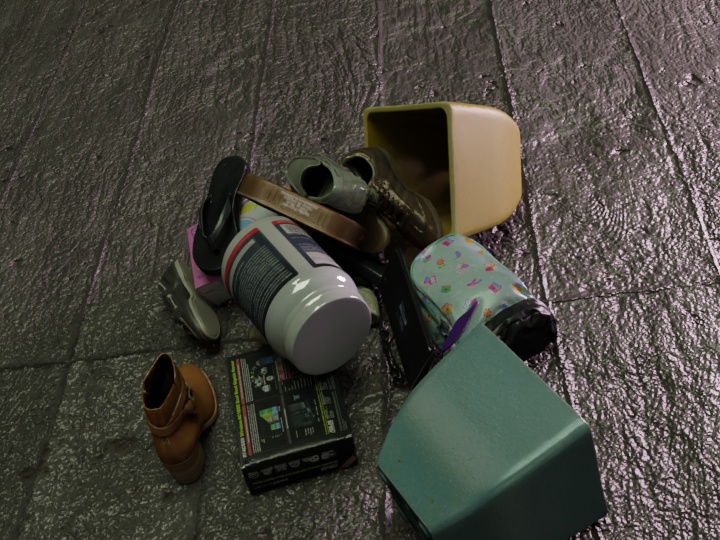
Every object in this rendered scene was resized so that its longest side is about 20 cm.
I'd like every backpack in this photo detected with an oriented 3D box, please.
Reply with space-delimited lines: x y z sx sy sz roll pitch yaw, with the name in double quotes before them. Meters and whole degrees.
"backpack" 0.155 0.048 1.327 0.165 0.128 0.200 -28 47 -17

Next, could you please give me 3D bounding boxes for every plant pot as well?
"plant pot" 0.136 0.228 1.103 0.199 0.198 0.196 -35 46 -11
"plant pot" 0.143 -0.159 1.485 0.198 0.198 0.194 -10 11 -38

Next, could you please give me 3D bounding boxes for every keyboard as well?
"keyboard" 0.057 0.079 1.328 0.020 0.128 0.202 7 43 -22

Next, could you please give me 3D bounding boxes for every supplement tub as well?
"supplement tub" -0.089 0.031 1.304 0.139 0.142 0.200 -29 47 -17

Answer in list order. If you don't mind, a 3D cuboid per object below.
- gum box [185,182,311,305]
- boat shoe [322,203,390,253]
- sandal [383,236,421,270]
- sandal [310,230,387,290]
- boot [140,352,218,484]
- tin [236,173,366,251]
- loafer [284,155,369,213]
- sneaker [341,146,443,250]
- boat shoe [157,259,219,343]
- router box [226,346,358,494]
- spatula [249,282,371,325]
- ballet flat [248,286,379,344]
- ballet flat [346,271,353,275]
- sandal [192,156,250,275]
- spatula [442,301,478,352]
"gum box" -0.174 -0.038 1.503 0.198 0.066 0.115 -23 58 11
"boat shoe" -0.009 -0.089 1.483 0.064 0.073 0.200 4 24 -41
"sandal" 0.113 -0.024 1.461 0.210 0.070 0.078 26 55 35
"sandal" 0.000 0.000 1.445 0.199 0.043 0.076 35 21 16
"boot" -0.250 0.164 1.289 0.075 0.157 0.202 -7 42 7
"tin" -0.083 -0.085 1.387 0.198 0.112 0.042 25 93 7
"loafer" -0.061 -0.134 1.410 0.199 0.069 0.071 25 95 54
"sneaker" 0.041 -0.099 1.407 0.075 0.071 0.201 -9 51 -38
"boat shoe" -0.267 0.060 1.484 0.057 0.067 0.201 -42 39 7
"router box" -0.095 0.186 1.294 0.147 0.063 0.201 -14 42 -2
"spatula" -0.078 0.038 1.479 0.197 0.021 0.057 -12 54 -2
"ballet flat" -0.066 0.077 1.406 0.197 0.068 0.063 -19 55 -5
"ballet flat" -0.064 -0.055 1.542 0.199 0.068 0.067 28 52 36
"sandal" -0.218 -0.087 1.470 0.075 0.043 0.203 -5 63 21
"spatula" 0.113 0.108 1.220 0.020 0.201 0.057 25 56 11
